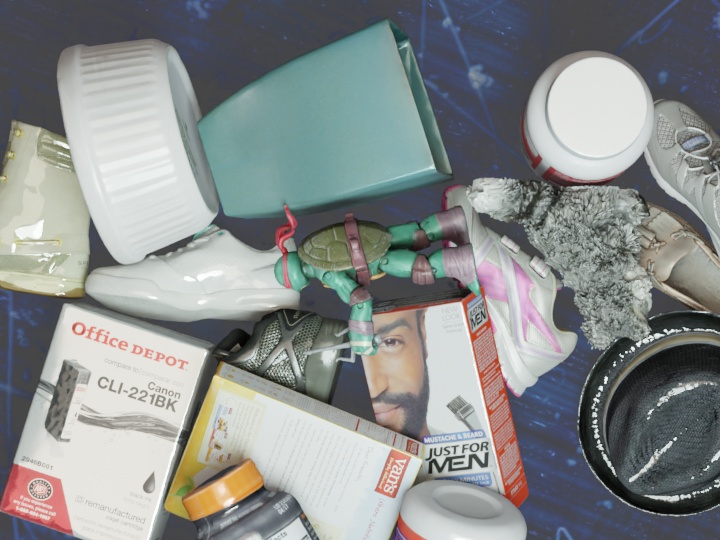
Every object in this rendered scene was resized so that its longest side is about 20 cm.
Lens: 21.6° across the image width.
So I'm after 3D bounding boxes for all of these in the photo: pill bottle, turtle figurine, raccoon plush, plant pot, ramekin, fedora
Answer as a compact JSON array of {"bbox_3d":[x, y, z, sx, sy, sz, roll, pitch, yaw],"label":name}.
[{"bbox_3d":[0.200,-0.132,1.674,0.111,0.200,0.113,0,88,1],"label":"pill bottle"},{"bbox_3d":[0.000,0.000,1.642,0.198,0.101,0.151,-11,51,3],"label":"turtle figurine"},{"bbox_3d":[0.176,-0.003,1.673,0.198,0.097,0.135,4,80,-20],"label":"raccoon plush"},{"bbox_3d":[0.072,0.292,1.645,0.111,0.113,0.202,12,107,2],"label":"pill bottle"},{"bbox_3d":[-0.036,-0.120,1.716,0.199,0.141,0.142,-19,87,9],"label":"plant pot"},{"bbox_3d":[-0.192,-0.113,1.681,0.093,0.202,0.204,-15,87,4],"label":"ramekin"},{"bbox_3d":[0.284,0.137,1.688,0.199,0.092,0.202,3,102,13],"label":"fedora"},{"bbox_3d":[-0.076,0.263,1.617,0.106,0.106,0.201,-29,90,0],"label":"pill bottle"}]

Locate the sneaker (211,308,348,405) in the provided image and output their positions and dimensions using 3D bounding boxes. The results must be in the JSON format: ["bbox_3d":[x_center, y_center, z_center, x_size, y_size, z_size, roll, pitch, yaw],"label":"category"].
[{"bbox_3d":[-0.086,0.126,1.725,0.113,0.076,0.201,16,107,8],"label":"sneaker"}]

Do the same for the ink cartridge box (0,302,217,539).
[{"bbox_3d":[-0.228,0.143,1.732,0.143,0.084,0.202,17,88,3],"label":"ink cartridge box"}]

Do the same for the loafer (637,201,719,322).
[{"bbox_3d":[0.301,-0.002,1.734,0.200,0.063,0.072,38,90,3],"label":"loafer"}]

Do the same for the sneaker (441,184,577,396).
[{"bbox_3d":[0.135,0.009,1.735,0.088,0.081,0.201,-25,95,-1],"label":"sneaker"}]

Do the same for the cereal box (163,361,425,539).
[{"bbox_3d":[-0.059,0.183,1.673,0.199,0.040,0.145,23,110,-2],"label":"cereal box"}]

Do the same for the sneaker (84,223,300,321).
[{"bbox_3d":[-0.154,-0.002,1.752,0.198,0.075,0.089,3,76,-5],"label":"sneaker"}]

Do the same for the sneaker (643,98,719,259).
[{"bbox_3d":[0.328,-0.083,1.710,0.074,0.082,0.201,-29,70,-16],"label":"sneaker"}]

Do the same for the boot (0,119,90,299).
[{"bbox_3d":[-0.340,-0.064,1.751,0.198,0.072,0.156,11,88,-3],"label":"boot"}]

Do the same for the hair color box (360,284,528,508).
[{"bbox_3d":[0.072,0.123,1.699,0.110,0.064,0.202,-9,99,25],"label":"hair color box"}]
